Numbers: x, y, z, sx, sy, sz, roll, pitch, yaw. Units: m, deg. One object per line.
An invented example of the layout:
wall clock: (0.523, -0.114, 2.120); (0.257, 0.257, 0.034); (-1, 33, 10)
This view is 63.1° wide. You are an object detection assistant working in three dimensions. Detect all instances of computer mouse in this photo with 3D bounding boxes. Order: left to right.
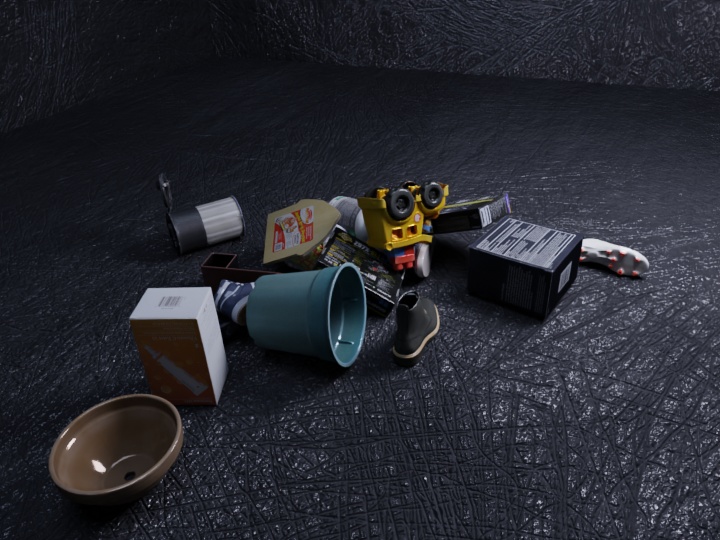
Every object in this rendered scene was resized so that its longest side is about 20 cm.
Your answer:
computer mouse: (-0.301, 0.124, 1.258); (0.137, 0.054, 0.198); (23, 28, 38)

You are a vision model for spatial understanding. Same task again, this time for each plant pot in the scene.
plant pot: (-0.378, 0.301, 0.938); (0.197, 0.094, 0.202); (-3, 32, 2)
plant pot: (-0.111, 0.085, 1.179); (0.193, 0.203, 0.201); (1, 31, 20)

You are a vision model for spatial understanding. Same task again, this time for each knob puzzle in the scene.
knob puzzle: (-0.137, -0.099, 1.429); (0.216, 0.031, 0.222); (-15, 45, 15)

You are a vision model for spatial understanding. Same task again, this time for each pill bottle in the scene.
pill bottle: (0.003, -0.126, 1.535); (0.112, 0.115, 0.199); (-28, 30, -34)

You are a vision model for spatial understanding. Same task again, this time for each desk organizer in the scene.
desk organizer: (-0.274, 0.014, 1.398); (0.196, 0.078, 0.072); (5, 33, 12)

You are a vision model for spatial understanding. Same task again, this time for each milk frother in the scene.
milk frother: (-0.438, -0.172, 1.594); (0.186, 0.203, 0.180); (-19, 31, -25)

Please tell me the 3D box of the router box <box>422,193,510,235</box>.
router box: (0.247, -0.137, 1.450); (0.198, 0.053, 0.156); (-4, 16, 42)

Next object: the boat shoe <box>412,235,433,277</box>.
boat shoe: (0.129, -0.041, 1.466); (0.091, 0.076, 0.200); (-2, 24, 14)

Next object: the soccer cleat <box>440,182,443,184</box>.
soccer cleat: (0.165, -0.208, 1.743); (0.198, 0.066, 0.083); (-24, 7, -22)

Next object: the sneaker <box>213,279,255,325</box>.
sneaker: (-0.236, 0.049, 1.293); (0.107, 0.071, 0.199); (18, 28, 28)

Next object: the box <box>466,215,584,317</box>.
box: (0.375, -0.016, 1.341); (0.196, 0.125, 0.199); (20, 37, 32)

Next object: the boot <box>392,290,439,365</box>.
boot: (0.119, 0.080, 1.201); (0.076, 0.140, 0.201); (6, 32, 15)

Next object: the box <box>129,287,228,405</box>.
box: (-0.328, 0.141, 1.083); (0.122, 0.203, 0.098); (-1, 32, 4)

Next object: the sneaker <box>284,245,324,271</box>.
sneaker: (-0.115, -0.037, 1.453); (0.198, 0.092, 0.078); (18, 36, 28)

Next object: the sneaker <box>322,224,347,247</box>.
sneaker: (-0.093, -0.082, 1.535); (0.200, 0.114, 0.075); (45, 68, 7)

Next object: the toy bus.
toy bus: (0.108, -0.105, 1.362); (0.197, 0.195, 0.135); (-15, 12, -24)

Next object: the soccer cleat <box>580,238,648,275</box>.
soccer cleat: (0.595, -0.041, 1.420); (0.198, 0.070, 0.077); (15, 33, 32)

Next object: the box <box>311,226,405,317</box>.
box: (0.000, 0.000, 1.342); (0.198, 0.050, 0.160); (29, 33, -5)
